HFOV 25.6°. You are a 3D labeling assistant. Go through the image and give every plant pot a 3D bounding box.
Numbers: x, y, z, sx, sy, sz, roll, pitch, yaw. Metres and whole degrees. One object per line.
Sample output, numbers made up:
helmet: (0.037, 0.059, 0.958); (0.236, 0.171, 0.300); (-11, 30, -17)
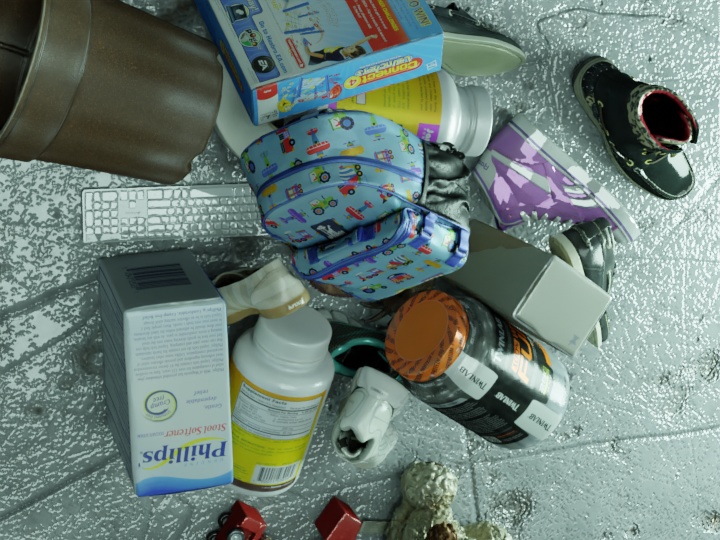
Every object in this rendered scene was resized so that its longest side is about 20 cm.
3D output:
plant pot: (-0.252, -0.177, 1.517); (0.198, 0.200, 0.200); (16, 101, -30)

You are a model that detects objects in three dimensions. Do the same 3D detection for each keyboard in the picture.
keyboard: (-0.191, -0.061, 1.661); (0.200, 0.011, 0.056); (-3, 107, -18)

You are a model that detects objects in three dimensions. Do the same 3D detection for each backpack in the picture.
backpack: (-0.011, -0.068, 1.516); (0.200, 0.182, 0.135); (25, 54, -48)

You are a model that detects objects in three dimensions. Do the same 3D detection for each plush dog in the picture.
plush dog: (0.097, 0.338, 1.790); (0.160, 0.172, 0.200); (-42, 115, -2)

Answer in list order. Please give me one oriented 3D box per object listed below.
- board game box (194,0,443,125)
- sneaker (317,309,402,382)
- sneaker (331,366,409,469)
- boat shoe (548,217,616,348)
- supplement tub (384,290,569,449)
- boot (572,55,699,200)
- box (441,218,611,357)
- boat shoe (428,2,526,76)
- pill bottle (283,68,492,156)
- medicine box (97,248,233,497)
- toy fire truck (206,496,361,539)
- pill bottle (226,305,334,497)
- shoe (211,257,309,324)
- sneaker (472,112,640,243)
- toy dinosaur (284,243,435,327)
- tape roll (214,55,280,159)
board game box: (-0.047, -0.255, 1.549); (0.196, 0.200, 0.056); (-18, 147, -13)
sneaker: (0.031, 0.101, 1.739); (0.200, 0.091, 0.078); (8, 105, -20)
sneaker: (-0.002, 0.176, 1.712); (0.075, 0.200, 0.081); (26, 64, 9)
boat shoe: (0.261, 0.018, 1.769); (0.068, 0.072, 0.200); (-33, 142, -11)
supplement tub: (0.124, 0.105, 1.694); (0.200, 0.123, 0.123); (33, 94, -42)
boot: (0.324, -0.139, 1.726); (0.073, 0.154, 0.204); (-42, 114, -2)
box: (0.172, 0.016, 1.698); (0.095, 0.200, 0.078); (34, 89, -25)
boat shoe: (0.090, -0.251, 1.662); (0.199, 0.074, 0.066); (2, 67, -32)
pill bottle: (0.029, -0.160, 1.611); (0.200, 0.104, 0.104); (3, 105, -19)
medicine box: (-0.200, 0.100, 1.613); (0.103, 0.182, 0.200); (-6, 108, -16)
toy fire truck: (-0.107, 0.331, 1.789); (0.141, 0.049, 0.200); (31, 95, -24)
pill bottle: (-0.093, 0.134, 1.671); (0.109, 0.109, 0.200); (7, 123, -20)
shoe: (-0.114, 0.016, 1.615); (0.070, 0.200, 0.053); (-38, 105, -25)
sneaker: (0.210, -0.072, 1.761); (0.200, 0.073, 0.114); (38, 96, -14)
toy dinosaur: (0.000, 0.000, 1.707); (0.200, 0.086, 0.136); (3, 113, -13)
tape roll: (-0.061, -0.192, 1.649); (0.203, 0.037, 0.203); (-5, 107, -16)
